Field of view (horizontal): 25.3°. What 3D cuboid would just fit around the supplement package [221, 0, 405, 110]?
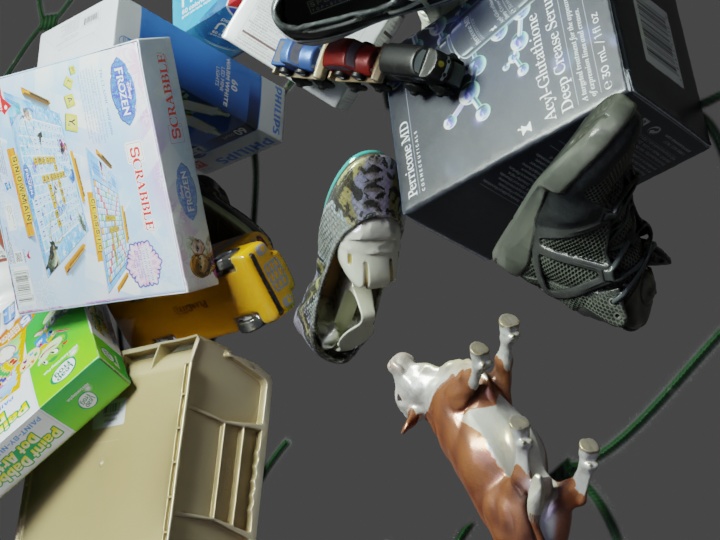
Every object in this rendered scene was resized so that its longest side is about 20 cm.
[{"bbox_3d":[-0.009,-0.245,1.317,0.200,0.114,0.110,-58,-1,6],"label":"supplement package"}]

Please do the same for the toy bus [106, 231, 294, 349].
[{"bbox_3d":[-0.130,0.019,1.345,0.200,0.078,0.065,-16,105,43],"label":"toy bus"}]

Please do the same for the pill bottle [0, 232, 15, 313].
[{"bbox_3d":[-0.354,0.022,1.558,0.112,0.112,0.200,-55,44,9],"label":"pill bottle"}]

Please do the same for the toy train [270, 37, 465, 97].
[{"bbox_3d":[-0.003,-0.153,1.189,0.200,0.046,0.034,11,81,49],"label":"toy train"}]

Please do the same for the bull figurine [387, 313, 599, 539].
[{"bbox_3d":[0.089,0.109,1.104,0.200,0.065,0.122,55,144,36],"label":"bull figurine"}]

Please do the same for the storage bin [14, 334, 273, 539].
[{"bbox_3d":[-0.183,0.171,1.334,0.200,0.094,0.199,-14,62,40],"label":"storage bin"}]

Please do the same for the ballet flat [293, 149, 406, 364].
[{"bbox_3d":[0.000,0.000,1.212,0.200,0.072,0.072,109,151,-45],"label":"ballet flat"}]

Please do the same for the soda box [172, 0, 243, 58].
[{"bbox_3d":[-0.082,-0.265,1.462,0.200,0.064,0.068,-25,55,35],"label":"soda box"}]

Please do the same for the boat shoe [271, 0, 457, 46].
[{"bbox_3d":[0.028,-0.218,1.137,0.199,0.068,0.074,-18,93,5],"label":"boat shoe"}]

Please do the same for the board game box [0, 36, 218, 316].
[{"bbox_3d":[-0.217,-0.072,1.299,0.199,0.041,0.200,-7,96,37],"label":"board game box"}]

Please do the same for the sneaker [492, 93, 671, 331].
[{"bbox_3d":[0.165,-0.033,1.051,0.076,0.114,0.199,-49,-10,-32],"label":"sneaker"}]

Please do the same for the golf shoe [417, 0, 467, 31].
[{"bbox_3d":[0.055,-0.221,1.233,0.078,0.097,0.200,42,137,45],"label":"golf shoe"}]

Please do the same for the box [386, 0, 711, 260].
[{"bbox_3d":[0.129,-0.124,1.157,0.200,0.107,0.149,-29,53,33],"label":"box"}]

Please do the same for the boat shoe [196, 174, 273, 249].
[{"bbox_3d":[-0.147,-0.055,1.422,0.201,0.066,0.072,24,129,33],"label":"boat shoe"}]

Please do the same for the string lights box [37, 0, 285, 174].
[{"bbox_3d":[-0.170,-0.158,1.397,0.103,0.200,0.059,-19,59,38],"label":"string lights box"}]

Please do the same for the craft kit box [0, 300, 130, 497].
[{"bbox_3d":[-0.297,0.102,1.378,0.200,0.049,0.198,-41,33,5],"label":"craft kit box"}]
